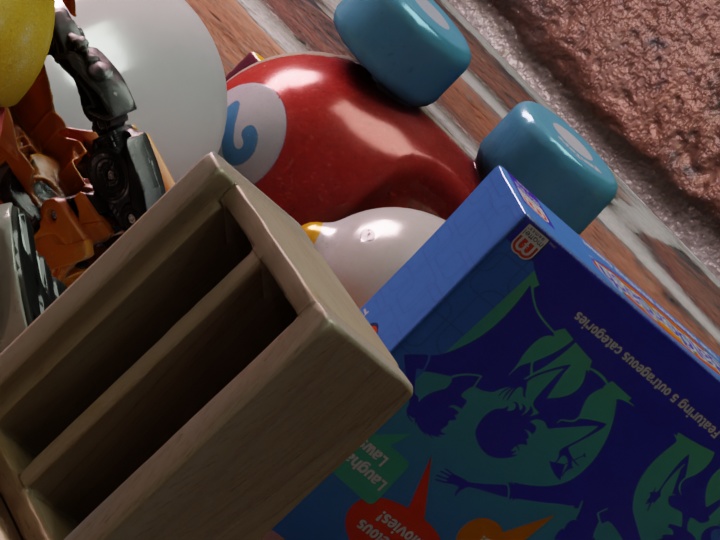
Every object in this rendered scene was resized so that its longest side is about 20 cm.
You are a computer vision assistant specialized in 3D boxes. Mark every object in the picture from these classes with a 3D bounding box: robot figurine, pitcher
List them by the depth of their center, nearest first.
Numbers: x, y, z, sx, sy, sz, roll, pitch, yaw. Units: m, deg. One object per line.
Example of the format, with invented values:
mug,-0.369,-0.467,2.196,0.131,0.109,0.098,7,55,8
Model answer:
robot figurine,-0.137,-0.061,1.039,0.058,0.145,0.200,-24,75,-49
pitcher,-0.149,-0.083,1.191,0.172,0.121,0.200,49,22,8

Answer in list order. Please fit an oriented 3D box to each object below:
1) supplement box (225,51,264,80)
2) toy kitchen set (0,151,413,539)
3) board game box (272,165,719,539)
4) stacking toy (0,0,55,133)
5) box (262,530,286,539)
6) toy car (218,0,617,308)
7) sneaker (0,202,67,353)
supplement box,-0.002,-0.013,1.543,0.200,0.086,0.110,35,14,-43
toy kitchen set,-0.137,0.000,0.740,0.200,0.180,0.163,40,10,-41
board game box,0.034,0.086,1.002,0.152,0.200,0.045,38,13,-25
stacking toy,-0.150,-0.081,0.948,0.146,0.200,0.146,42,11,-10
box,-0.018,0.147,0.927,0.200,0.075,0.100,40,12,-31
toy car,0.000,0.000,1.251,0.177,0.184,0.200,42,14,-12
sneaker,-0.131,0.038,0.927,0.200,0.088,0.074,76,1,-65
